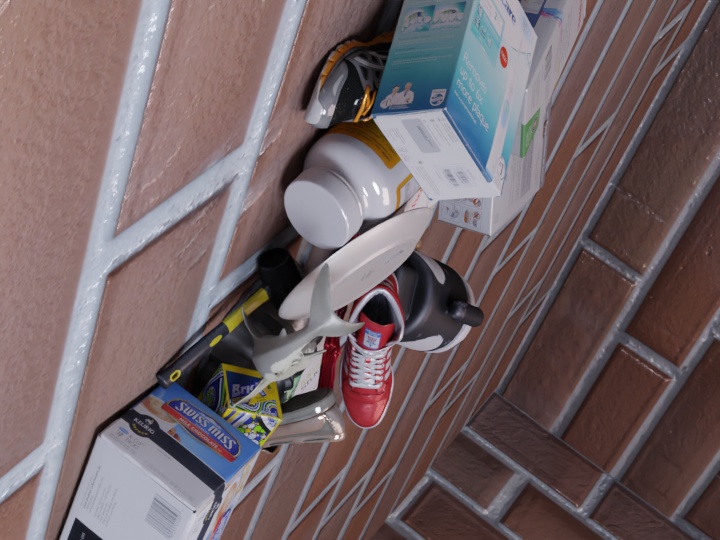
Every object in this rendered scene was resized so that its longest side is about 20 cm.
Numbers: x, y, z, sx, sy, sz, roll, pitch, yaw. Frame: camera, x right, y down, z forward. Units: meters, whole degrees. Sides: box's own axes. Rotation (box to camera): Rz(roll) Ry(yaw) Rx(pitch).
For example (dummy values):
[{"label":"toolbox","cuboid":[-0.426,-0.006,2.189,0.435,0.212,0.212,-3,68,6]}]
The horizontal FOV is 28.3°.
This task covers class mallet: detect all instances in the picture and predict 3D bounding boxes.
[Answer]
[{"label":"mallet","cuboid":[-0.135,0.063,1.528,0.200,0.041,0.066,-47,133,-20]}]

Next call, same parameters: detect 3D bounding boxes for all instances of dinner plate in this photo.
[{"label":"dinner plate","cuboid":[0.000,0.000,1.531,0.199,0.024,0.200,-35,169,-8]}]

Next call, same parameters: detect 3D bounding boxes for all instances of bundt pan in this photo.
[{"label":"bundt pan","cuboid":[-0.105,0.090,1.656,0.203,0.075,0.202,-52,167,-17]}]

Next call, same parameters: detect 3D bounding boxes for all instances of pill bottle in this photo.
[{"label":"pill bottle","cuboid":[0.009,-0.110,1.495,0.200,0.110,0.112,-45,164,-38]}]

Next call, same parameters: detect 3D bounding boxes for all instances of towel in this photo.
[{"label":"towel","cuboid":[-0.023,0.052,1.789,0.145,0.022,0.202,102,1,-57]}]

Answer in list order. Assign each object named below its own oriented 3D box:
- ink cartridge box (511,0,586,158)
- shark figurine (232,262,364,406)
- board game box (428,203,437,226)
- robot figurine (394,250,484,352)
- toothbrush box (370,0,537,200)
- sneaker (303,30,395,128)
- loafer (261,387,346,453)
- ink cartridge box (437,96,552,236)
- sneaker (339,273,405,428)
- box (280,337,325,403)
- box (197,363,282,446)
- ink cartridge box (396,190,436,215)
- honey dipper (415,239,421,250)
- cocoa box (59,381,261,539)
[{"label":"ink cartridge box","cuboid":[0.184,-0.254,1.601,0.146,0.086,0.202,78,36,-64]},{"label":"shark figurine","cuboid":[-0.087,0.066,1.464,0.127,0.090,0.215,-30,173,-20]},{"label":"board game box","cuboid":[0.068,-0.094,1.918,0.135,0.034,0.201,-46,164,-37]},{"label":"robot figurine","cuboid":[0.072,0.043,1.898,0.125,0.151,0.199,-43,150,16]},{"label":"toothbrush box","cuboid":[0.096,-0.193,1.401,0.147,0.084,0.202,51,46,-47]},{"label":"sneaker","cuboid":[0.013,-0.182,1.413,0.200,0.077,0.079,-37,160,-50]},{"label":"loafer","cuboid":[-0.105,0.196,1.714,0.198,0.064,0.072,-18,-166,33]},{"label":"ink cartridge box","cuboid":[0.179,-0.176,1.867,0.175,0.083,0.203,-39,138,-49]},{"label":"sneaker","cuboid":[0.012,0.102,1.705,0.113,0.070,0.203,-95,-171,-79]},{"label":"box","cuboid":[-0.091,0.141,1.916,0.145,0.036,0.201,-51,165,-22]},{"label":"box","cuboid":[-0.164,0.193,1.587,0.201,0.069,0.065,-53,-145,36]},{"label":"ink cartridge box","cuboid":[0.074,-0.146,1.702,0.200,0.084,0.147,-41,160,-53]},{"label":"honey dipper","cuboid":[0.038,-0.056,1.816,0.038,0.038,0.200,-55,156,-1]},{"label":"cocoa box","cuboid":[-0.215,0.245,1.502,0.131,0.133,0.201,-39,160,-53]}]
